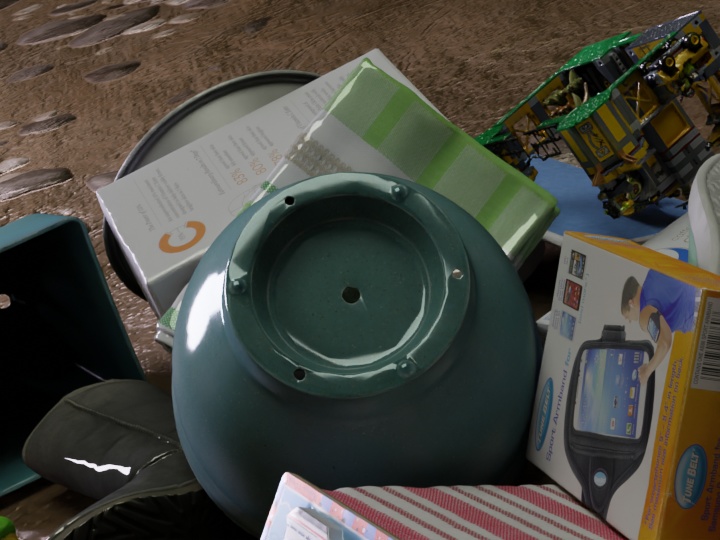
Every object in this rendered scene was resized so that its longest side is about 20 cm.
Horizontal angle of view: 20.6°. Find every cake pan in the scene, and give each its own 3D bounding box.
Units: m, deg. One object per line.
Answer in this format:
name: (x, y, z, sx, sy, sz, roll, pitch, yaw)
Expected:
cake pan: (-0.069, -0.039, 1.298, 0.199, 0.201, 0.037, -24, 48, -12)

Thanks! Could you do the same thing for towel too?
towel: (0.000, 0.000, 1.099, 0.200, 0.149, 0.031, -54, 1, -8)
towel: (0.082, 0.127, 0.879, 0.199, 0.030, 0.146, 4, 9, -31)

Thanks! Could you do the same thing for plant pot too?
plant pot: (-0.244, 0.046, 1.298, 0.141, 0.142, 0.200, -25, 15, -17)
plant pot: (-0.003, 0.031, 0.990, 0.199, 0.134, 0.201, -1, 65, 2)

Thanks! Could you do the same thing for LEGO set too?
LEGO set: (0.162, -0.065, 1.183, 0.154, 0.116, 0.200, -43, 12, -28)

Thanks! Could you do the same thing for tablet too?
tablet: (0.131, -0.043, 1.290, 0.130, 0.014, 0.200, -11, 21, -35)

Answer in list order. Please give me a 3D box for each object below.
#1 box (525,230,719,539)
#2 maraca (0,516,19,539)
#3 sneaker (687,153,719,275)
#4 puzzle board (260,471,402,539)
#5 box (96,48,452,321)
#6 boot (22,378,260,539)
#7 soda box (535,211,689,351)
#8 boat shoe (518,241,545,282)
box: (0.126, 0.052, 0.927, 0.041, 0.120, 0.200, 7, 7, -17)
maraca: (-0.215, 0.180, 0.945, 0.138, 0.107, 0.200, -59, -3, 5)
sneaker: (0.185, 0.024, 1.000, 0.073, 0.119, 0.201, 17, 35, 6)
puzzle board: (-0.011, 0.179, 0.794, 0.017, 0.151, 0.200, 16, 3, -31)
box: (-0.040, -0.030, 1.191, 0.199, 0.098, 0.124, -27, 34, -7)
boot: (-0.142, 0.120, 1.118, 0.181, 0.073, 0.200, -16, 24, -34)
soda box: (0.192, 0.013, 1.101, 0.200, 0.068, 0.064, -33, 25, -31)
boat shoe: (0.031, 0.001, 1.262, 0.199, 0.068, 0.074, -27, 23, -20)
